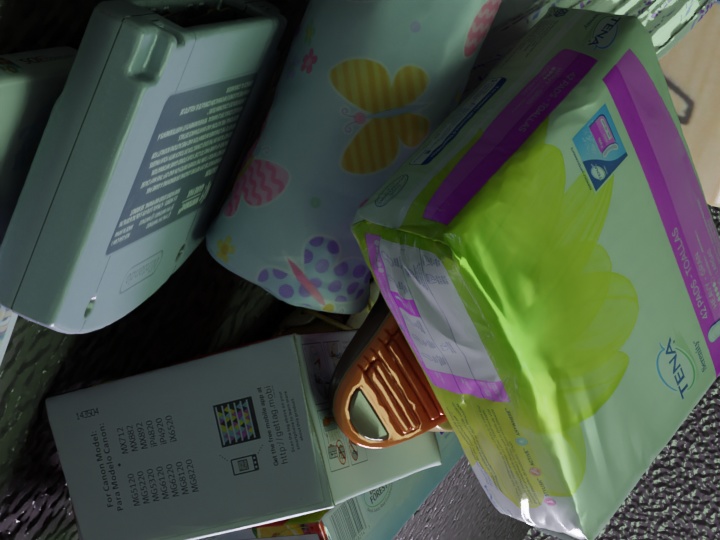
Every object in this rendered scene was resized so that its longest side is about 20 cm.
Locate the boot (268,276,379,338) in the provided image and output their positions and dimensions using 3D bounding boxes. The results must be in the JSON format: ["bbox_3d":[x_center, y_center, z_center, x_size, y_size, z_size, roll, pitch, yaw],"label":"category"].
[{"bbox_3d":[0.000,0.000,1.046,0.155,0.072,0.200,-68,169,24],"label":"boot"}]

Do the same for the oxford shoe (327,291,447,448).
[{"bbox_3d":[0.042,0.005,0.826,0.200,0.073,0.072,-47,127,-27],"label":"oxford shoe"}]

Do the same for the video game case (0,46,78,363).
[{"bbox_3d":[-0.174,0.021,0.604,0.182,0.024,0.201,-27,142,-65],"label":"video game case"}]

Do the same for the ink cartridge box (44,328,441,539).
[{"bbox_3d":[-0.072,0.088,0.880,0.200,0.175,0.084,2,74,-74],"label":"ink cartridge box"}]

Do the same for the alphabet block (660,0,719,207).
[{"bbox_3d":[0.238,-0.204,1.231,0.196,0.196,0.200,-51,162,-27],"label":"alphabet block"}]

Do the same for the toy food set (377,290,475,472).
[{"bbox_3d":[0.060,0.009,0.954,0.198,0.048,0.201,46,39,-58],"label":"toy food set"}]

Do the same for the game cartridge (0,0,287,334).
[{"bbox_3d":[-0.087,-0.045,0.695,0.134,0.041,0.200,-62,175,14],"label":"game cartridge"}]

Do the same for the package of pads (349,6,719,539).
[{"bbox_3d":[0.092,0.008,0.772,0.155,0.068,0.201,-47,129,-25],"label":"package of pads"}]

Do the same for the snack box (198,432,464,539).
[{"bbox_3d":[-0.029,0.131,1.055,0.200,0.141,0.053,-39,115,-54],"label":"snack box"}]

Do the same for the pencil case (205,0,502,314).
[{"bbox_3d":[0.001,-0.081,0.768,0.201,0.083,0.091,-67,-161,13],"label":"pencil case"}]

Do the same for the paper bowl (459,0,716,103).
[{"bbox_3d":[0.086,-0.167,0.861,0.200,0.104,0.201,-33,-152,20],"label":"paper bowl"}]
